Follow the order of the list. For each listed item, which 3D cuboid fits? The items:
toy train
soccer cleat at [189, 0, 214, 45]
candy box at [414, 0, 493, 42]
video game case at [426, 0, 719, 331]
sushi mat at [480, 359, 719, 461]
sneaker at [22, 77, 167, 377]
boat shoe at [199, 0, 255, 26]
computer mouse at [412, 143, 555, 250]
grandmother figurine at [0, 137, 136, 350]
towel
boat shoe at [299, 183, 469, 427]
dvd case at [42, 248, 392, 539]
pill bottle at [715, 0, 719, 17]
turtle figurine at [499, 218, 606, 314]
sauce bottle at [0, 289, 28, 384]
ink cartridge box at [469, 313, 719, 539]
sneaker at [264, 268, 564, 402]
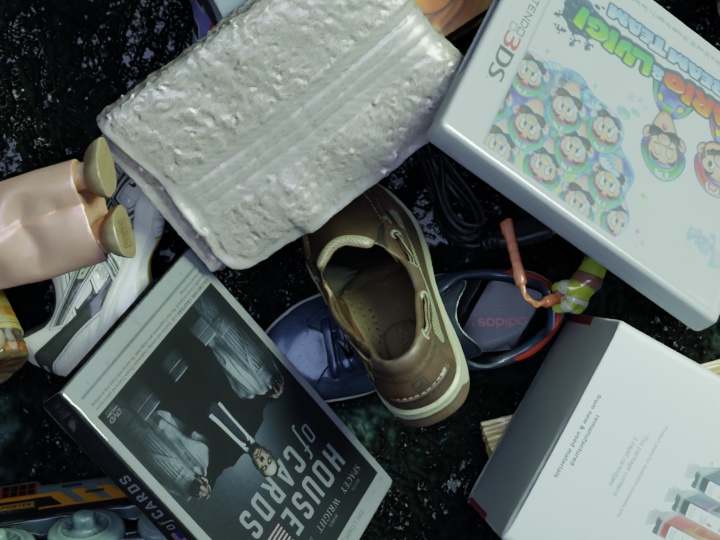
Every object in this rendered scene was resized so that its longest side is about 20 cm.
[{"bbox_3d":[-0.162,0.167,0.963,0.200,0.114,0.085,-9,112,-6],"label":"toy train"},{"bbox_3d":[-0.081,-0.141,0.997,0.067,0.076,0.200,5,88,-4],"label":"soccer cleat"},{"bbox_3d":[-0.014,-0.218,0.995,0.117,0.056,0.200,-36,90,-29],"label":"candy box"},{"bbox_3d":[0.153,-0.089,0.937,0.200,0.024,0.182,35,56,-12],"label":"video game case"},{"bbox_3d":[0.185,0.120,1.040,0.200,0.012,0.096,-14,90,-4],"label":"sushi mat"},{"bbox_3d":[-0.164,-0.029,0.988,0.088,0.076,0.200,11,87,-4],"label":"sneaker"},{"bbox_3d":[-0.067,-0.167,0.943,0.070,0.066,0.200,-32,116,8],"label":"boat shoe"},{"bbox_3d":[0.124,-0.096,1.025,0.200,0.046,0.140,-20,89,-5],"label":"computer mouse"},{"bbox_3d":[-0.232,-0.009,0.905,0.200,0.061,0.121,-13,90,5],"label":"grandmother figurine"},{"bbox_3d":[-0.043,-0.094,0.923,0.200,0.034,0.133,-37,114,10],"label":"towel"},{"bbox_3d":[0.005,-0.003,0.949,0.075,0.075,0.202,-34,49,4],"label":"boat shoe"},{"bbox_3d":[-0.077,0.104,0.936,0.025,0.150,0.200,-31,105,40],"label":"dvd case"},{"bbox_3d":[0.268,-0.264,1.008,0.112,0.112,0.200,-9,89,-4],"label":"pill bottle"},{"bbox_3d":[0.176,-0.051,0.988,0.161,0.064,0.200,28,69,-33],"label":"turtle figurine"},{"bbox_3d":[-0.271,-0.020,0.972,0.066,0.066,0.200,-29,77,-4],"label":"sauce bottle"},{"bbox_3d":[0.193,0.136,0.961,0.200,0.145,0.145,30,88,-4],"label":"ink cartridge box"},{"bbox_3d":[0.032,0.036,0.996,0.200,0.085,0.075,-14,89,-4],"label":"sneaker"}]
